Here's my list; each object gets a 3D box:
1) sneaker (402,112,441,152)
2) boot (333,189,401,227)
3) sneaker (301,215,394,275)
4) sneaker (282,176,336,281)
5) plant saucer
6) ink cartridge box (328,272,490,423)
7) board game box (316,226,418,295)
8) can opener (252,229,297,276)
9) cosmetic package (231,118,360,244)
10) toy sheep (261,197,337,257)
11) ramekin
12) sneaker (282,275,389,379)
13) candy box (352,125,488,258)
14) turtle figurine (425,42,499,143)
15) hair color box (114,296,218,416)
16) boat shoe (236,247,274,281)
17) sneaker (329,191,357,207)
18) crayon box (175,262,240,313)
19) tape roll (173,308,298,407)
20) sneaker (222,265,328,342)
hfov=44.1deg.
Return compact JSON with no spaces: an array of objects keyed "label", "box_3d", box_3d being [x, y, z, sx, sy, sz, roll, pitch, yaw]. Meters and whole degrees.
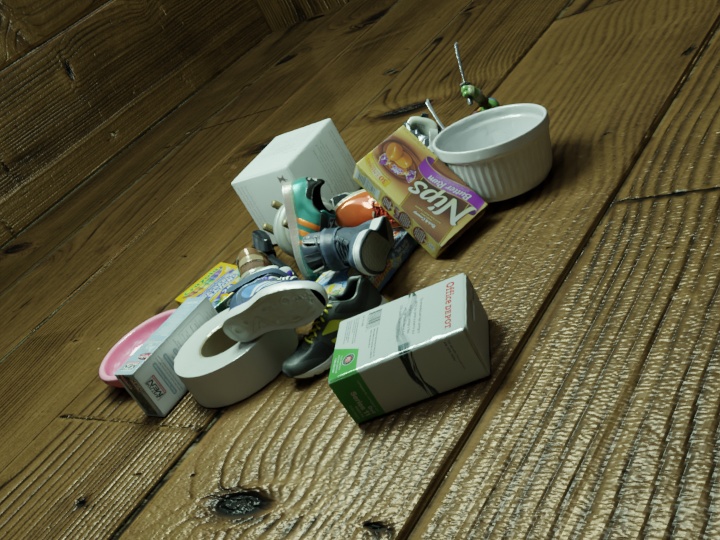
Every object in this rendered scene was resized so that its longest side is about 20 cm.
[{"label":"sneaker","box_3d":[0.110,-0.236,1.697,0.079,0.130,0.199,4,10,-9]},{"label":"boot","box_3d":[0.041,-0.107,1.559,0.200,0.075,0.107,-9,11,11]},{"label":"sneaker","box_3d":[-0.032,-0.026,1.438,0.146,0.077,0.202,-13,12,14]},{"label":"sneaker","box_3d":[-0.078,-0.066,1.566,0.080,0.200,0.071,-13,4,13]},{"label":"plant saucer","box_3d":[-0.393,0.153,1.668,0.200,0.051,0.201,-25,25,12]},{"label":"ink cartridge box","box_3d":[0.069,0.102,1.190,0.200,0.083,0.147,-23,25,20]},{"label":"board game box","box_3d":[0.000,0.000,1.524,0.135,0.034,0.200,-6,34,43]},{"label":"can opener","box_3d":[-0.179,-0.012,1.726,0.063,0.079,0.200,-27,32,-11]},{"label":"cosmetic package","box_3d":[-0.127,-0.185,1.867,0.165,0.165,0.200,-11,30,38]},{"label":"toy sheep","box_3d":[-0.107,-0.082,1.691,0.138,0.138,0.200,-41,20,-21]},{"label":"ramekin","box_3d":[0.233,-0.197,1.518,0.200,0.105,0.200,-18,24,8]},{"label":"sneaker","box_3d":[-0.049,0.083,1.361,0.200,0.085,0.074,-40,25,-19]},{"label":"candy box","box_3d":[0.098,-0.131,1.474,0.117,0.200,0.056,-40,-13,-20]},{"label":"turtle figurine","box_3d":[0.186,-0.284,1.702,0.144,0.200,0.194,-31,28,41]},{"label":"hair color box","box_3d":[-0.317,0.146,1.533,0.061,0.099,0.200,-6,34,43]},{"label":"boat shoe","box_3d":[-0.175,0.010,1.562,0.076,0.072,0.200,-19,-16,-7]},{"label":"sneaker","box_3d":[0.030,-0.128,1.715,0.200,0.078,0.080,-9,15,29]},{"label":"crayon box","box_3d":[-0.278,0.046,1.739,0.126,0.052,0.200,-42,26,-23]},{"label":"tape roll","box_3d":[-0.205,0.133,1.464,0.202,0.071,0.203,-25,25,13]},{"label":"sneaker","box_3d":[-0.120,0.026,1.386,0.200,0.081,0.147,-23,28,32]}]
